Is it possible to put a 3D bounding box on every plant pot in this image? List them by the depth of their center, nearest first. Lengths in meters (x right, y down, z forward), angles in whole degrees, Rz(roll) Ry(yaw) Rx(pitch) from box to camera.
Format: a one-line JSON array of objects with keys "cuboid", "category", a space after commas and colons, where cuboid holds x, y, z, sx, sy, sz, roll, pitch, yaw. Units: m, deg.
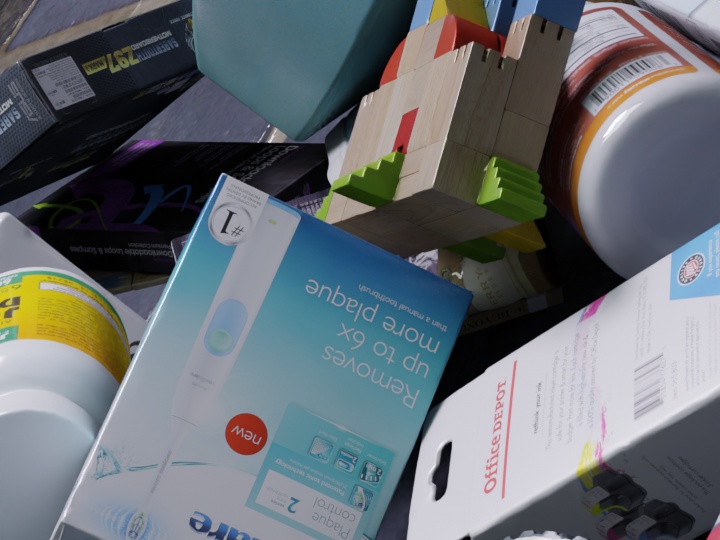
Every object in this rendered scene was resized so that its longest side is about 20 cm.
[{"cuboid": [-0.018, -0.192, 1.404, 0.141, 0.141, 0.200, -39, -21, -47], "category": "plant pot"}]

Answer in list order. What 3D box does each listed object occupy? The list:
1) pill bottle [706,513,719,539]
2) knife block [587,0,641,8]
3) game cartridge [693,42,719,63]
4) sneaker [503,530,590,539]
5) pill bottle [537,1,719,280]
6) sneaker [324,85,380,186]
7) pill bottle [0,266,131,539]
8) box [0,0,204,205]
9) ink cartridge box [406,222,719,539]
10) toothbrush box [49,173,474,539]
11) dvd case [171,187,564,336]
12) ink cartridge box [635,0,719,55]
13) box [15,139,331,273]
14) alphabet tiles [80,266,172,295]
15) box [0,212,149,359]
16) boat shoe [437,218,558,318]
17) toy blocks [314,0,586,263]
[{"cuboid": [0.215, 0.061, 0.829, 0.119, 0.120, 0.200, -4, 51, 58], "category": "pill bottle"}, {"cuboid": [0.086, -0.171, 1.318, 0.175, 0.200, 0.064, 4, 53, 25], "category": "knife block"}, {"cuboid": [0.262, -0.168, 1.172, 0.200, 0.040, 0.133, -48, 21, 5], "category": "game cartridge"}, {"cuboid": [0.066, 0.181, 0.993, 0.200, 0.077, 0.087, -34, 40, 46], "category": "sneaker"}, {"cuboid": [0.139, -0.074, 1.158, 0.112, 0.112, 0.200, -47, 24, 7], "category": "pill bottle"}, {"cuboid": [0.027, -0.074, 1.392, 0.082, 0.074, 0.200, -50, 24, 13], "category": "sneaker"}, {"cuboid": [-0.181, 0.079, 1.236, 0.113, 0.113, 0.200, -46, 17, 9], "category": "pill bottle"}, {"cuboid": [-0.194, -0.101, 1.456, 0.158, 0.051, 0.200, -34, -2, 36], "category": "box"}, {"cuboid": [0.117, 0.076, 1.035, 0.200, 0.068, 0.115, -34, 27, 31], "category": "ink cartridge box"}, {"cuboid": [-0.051, 0.077, 1.120, 0.201, 0.146, 0.085, -66, 4, -22], "category": "toothbrush box"}, {"cuboid": [0.000, 0.000, 1.260, 0.199, 0.016, 0.149, -18, 39, -2], "category": "dvd case"}, {"cuboid": [0.241, -0.195, 1.147, 0.200, 0.047, 0.160, -51, 24, 4], "category": "ink cartridge box"}, {"cuboid": [-0.121, -0.045, 1.507, 0.199, 0.036, 0.143, 4, 29, 36], "category": "box"}, {"cuboid": [-0.118, -0.028, 1.519, 0.199, 0.006, 0.167, -13, 22, 4], "category": "alphabet tiles"}, {"cuboid": [-0.223, 0.103, 1.414, 0.131, 0.199, 0.200, -11, 45, 59], "category": "box"}, {"cuboid": [0.058, -0.057, 1.242, 0.063, 0.073, 0.201, -24, 48, 12], "category": "boat shoe"}, {"cuboid": [0.048, -0.086, 1.134, 0.200, 0.100, 0.137, -17, 55, 68], "category": "toy blocks"}]
